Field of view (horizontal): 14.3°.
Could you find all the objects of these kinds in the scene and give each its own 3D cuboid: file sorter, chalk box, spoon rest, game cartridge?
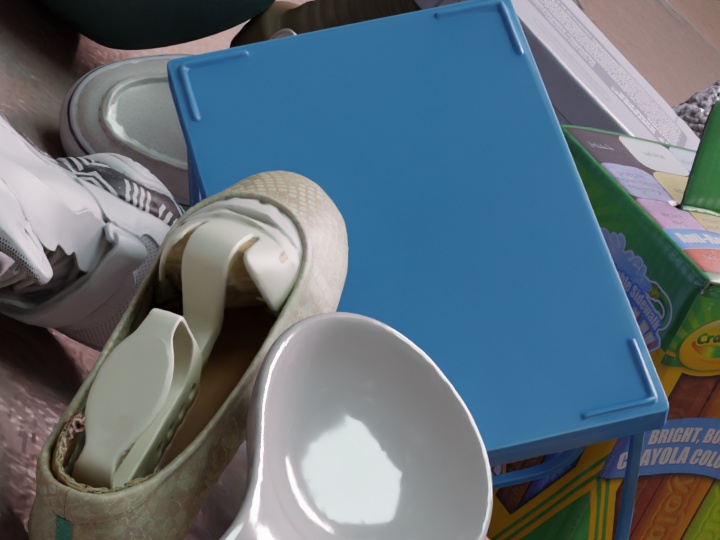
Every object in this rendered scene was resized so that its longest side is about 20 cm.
[{"bbox_3d":[0.016,0.018,1.101,0.123,0.138,0.201,93,-17,-55],"label":"file sorter"},{"bbox_3d":[0.131,0.025,1.180,0.124,0.201,0.124,9,29,-35],"label":"chalk box"},{"bbox_3d":[-0.022,0.083,0.919,0.100,0.061,0.200,52,46,-3],"label":"spoon rest"},{"bbox_3d":[0.090,-0.093,1.312,0.200,0.040,0.133,47,13,-2],"label":"game cartridge"}]

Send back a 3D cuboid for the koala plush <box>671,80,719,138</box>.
[{"bbox_3d":[0.205,-0.048,1.818,0.177,0.184,0.200,44,5,-14],"label":"koala plush"}]

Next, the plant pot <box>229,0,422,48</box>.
[{"bbox_3d":[0.039,-0.069,1.353,0.201,0.093,0.201,42,16,-15],"label":"plant pot"}]

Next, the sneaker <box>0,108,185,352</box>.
[{"bbox_3d":[-0.122,-0.002,1.006,0.200,0.075,0.115,42,24,-34],"label":"sneaker"}]

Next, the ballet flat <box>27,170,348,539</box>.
[{"bbox_3d":[-0.053,0.024,0.972,0.067,0.063,0.201,13,49,14],"label":"ballet flat"}]

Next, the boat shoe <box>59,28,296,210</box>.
[{"bbox_3d":[-0.025,-0.057,1.215,0.201,0.075,0.086,13,-18,-9],"label":"boat shoe"}]

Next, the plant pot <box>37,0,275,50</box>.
[{"bbox_3d":[-0.097,-0.182,1.333,0.200,0.199,0.136,-91,168,-67],"label":"plant pot"}]
